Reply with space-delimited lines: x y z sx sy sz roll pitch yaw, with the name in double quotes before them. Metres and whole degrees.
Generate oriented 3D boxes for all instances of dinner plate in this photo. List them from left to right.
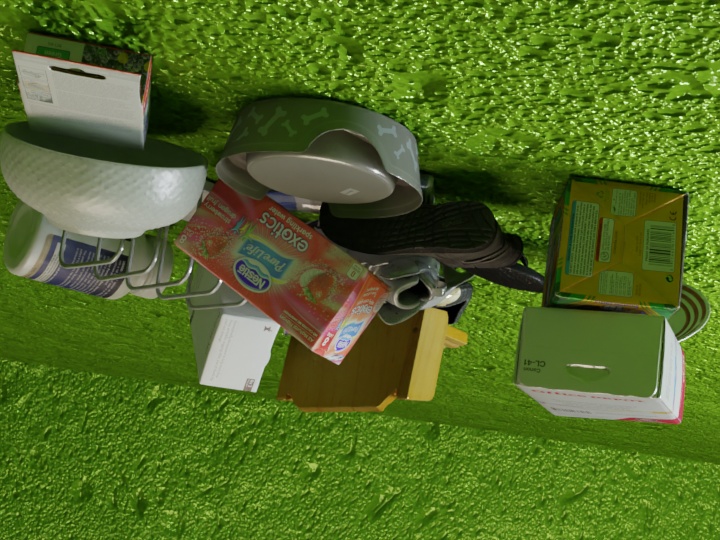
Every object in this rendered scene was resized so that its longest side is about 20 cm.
"dinner plate" 0.311 0.056 1.481 0.198 0.024 0.200 -7 -157 3

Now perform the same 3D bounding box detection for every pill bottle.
"pill bottle" -0.346 -0.026 1.615 0.199 0.112 0.111 18 164 -35

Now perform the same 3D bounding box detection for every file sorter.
"file sorter" -0.230 -0.040 1.452 0.138 0.126 0.199 -6 161 45

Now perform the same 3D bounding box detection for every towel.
"towel" -0.015 -0.084 1.352 0.198 0.024 0.147 7 166 4

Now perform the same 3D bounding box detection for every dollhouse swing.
"dollhouse swing" 0.028 0.134 1.674 0.198 0.183 0.176 -4 149 30

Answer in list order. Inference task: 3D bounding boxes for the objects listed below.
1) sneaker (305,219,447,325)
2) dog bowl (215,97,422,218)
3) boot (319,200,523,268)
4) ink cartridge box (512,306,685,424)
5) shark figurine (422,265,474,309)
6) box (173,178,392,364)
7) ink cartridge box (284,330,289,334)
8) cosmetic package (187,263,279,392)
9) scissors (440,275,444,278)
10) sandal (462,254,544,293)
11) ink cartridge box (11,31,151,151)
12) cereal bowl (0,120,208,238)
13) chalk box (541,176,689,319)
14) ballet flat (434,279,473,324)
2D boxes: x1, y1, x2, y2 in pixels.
"sneaker" 0.000 0.000 1.392 0.198 0.076 0.115 -2 -148 -8
"dog bowl" -0.035 -0.106 1.192 0.198 0.059 0.200 8 168 2
"boot" 0.064 -0.033 1.324 0.198 0.070 0.132 11 172 21
"ink cartridge box" 0.252 0.101 1.291 0.146 0.086 0.200 3 166 20
"shark figurine" 0.057 0.013 1.517 0.213 0.129 0.089 13 157 -25
"box" -0.081 -0.004 1.301 0.199 0.103 0.095 37 180 22
"ink cartridge box" -0.069 0.010 1.552 0.050 0.110 0.200 -1 168 -6
"cosmetic package" -0.165 0.050 1.603 0.080 0.114 0.200 12 -153 -18
"scissors" 0.045 -0.011 1.648 0.198 0.014 0.073 14 164 -19
"sandal" 0.139 -0.026 1.480 0.199 0.048 0.075 22 168 -2
"ink cartridge box" -0.237 -0.164 1.089 0.108 0.051 0.200 10 166 -8
"cereal bowl" -0.248 -0.083 1.204 0.198 0.084 0.200 10 -167 -2
"chalk box" 0.255 -0.004 1.302 0.122 0.126 0.200 7 166 3
"ballet flat" 0.120 0.042 1.677 0.066 0.057 0.200 3 177 12
